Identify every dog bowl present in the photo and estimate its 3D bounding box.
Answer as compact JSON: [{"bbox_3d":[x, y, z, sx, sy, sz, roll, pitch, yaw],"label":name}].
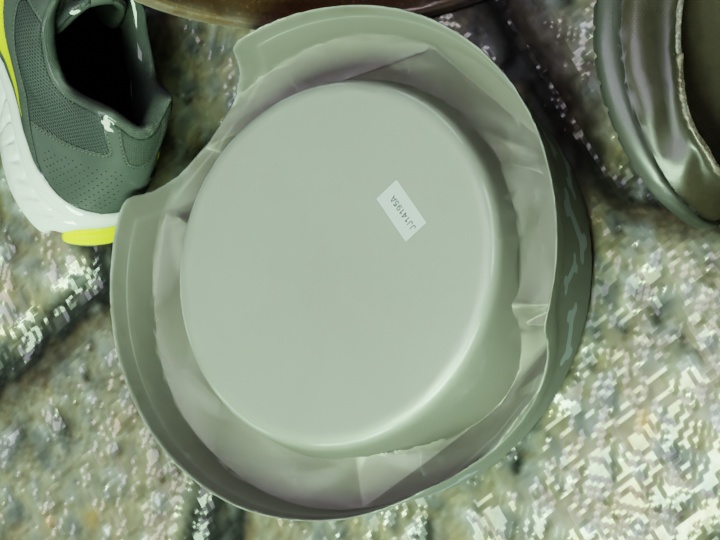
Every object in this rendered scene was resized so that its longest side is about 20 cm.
[{"bbox_3d":[0.000,0.000,1.077,0.200,0.059,0.200,-5,80,29],"label":"dog bowl"}]

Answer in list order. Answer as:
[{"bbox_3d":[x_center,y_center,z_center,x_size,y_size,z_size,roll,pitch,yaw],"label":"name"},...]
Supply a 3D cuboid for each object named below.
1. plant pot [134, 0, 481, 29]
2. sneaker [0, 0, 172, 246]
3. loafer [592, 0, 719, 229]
[{"bbox_3d":[-0.017,-0.222,1.058,0.200,0.200,0.199,-15,66,28],"label":"plant pot"},{"bbox_3d":[-0.126,-0.112,1.148,0.085,0.074,0.200,-47,65,50],"label":"sneaker"},{"bbox_3d":[0.130,-0.116,1.009,0.071,0.073,0.200,-8,78,31],"label":"loafer"}]
